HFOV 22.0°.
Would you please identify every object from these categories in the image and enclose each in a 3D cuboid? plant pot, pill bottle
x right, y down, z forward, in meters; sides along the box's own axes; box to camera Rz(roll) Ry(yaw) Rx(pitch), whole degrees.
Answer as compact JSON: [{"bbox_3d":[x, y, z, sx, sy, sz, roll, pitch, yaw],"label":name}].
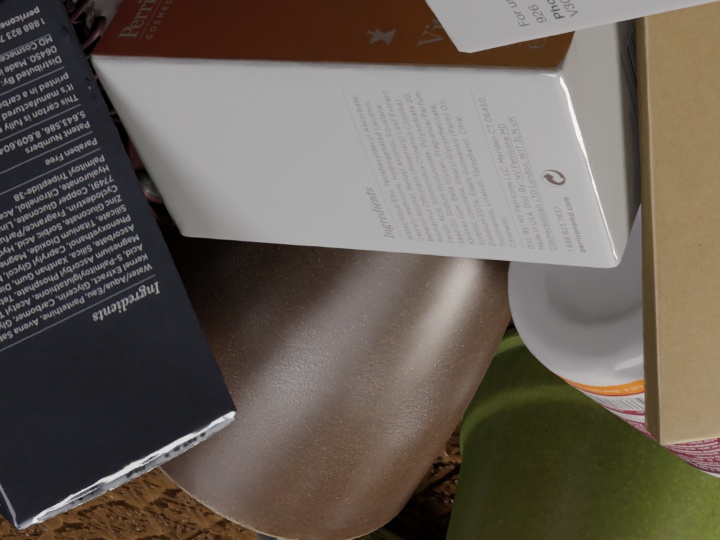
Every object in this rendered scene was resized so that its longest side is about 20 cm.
[{"bbox_3d":[0.121,0.160,1.002,0.200,0.184,0.200,15,143,12],"label":"plant pot"},{"bbox_3d":[0.000,0.000,0.893,0.187,0.187,0.200,31,130,-9],"label":"plant pot"},{"bbox_3d":[0.163,0.032,0.843,0.110,0.110,0.200,-8,152,37],"label":"pill bottle"}]

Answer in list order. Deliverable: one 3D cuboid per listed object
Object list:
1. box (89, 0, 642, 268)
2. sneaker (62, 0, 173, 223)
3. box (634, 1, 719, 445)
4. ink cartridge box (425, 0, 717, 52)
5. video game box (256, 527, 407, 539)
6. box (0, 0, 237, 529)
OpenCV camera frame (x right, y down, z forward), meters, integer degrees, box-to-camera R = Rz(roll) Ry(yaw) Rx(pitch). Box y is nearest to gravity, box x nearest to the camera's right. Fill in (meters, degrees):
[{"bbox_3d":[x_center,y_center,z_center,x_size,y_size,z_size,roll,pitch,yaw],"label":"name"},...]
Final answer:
[{"bbox_3d":[0.020,-0.096,0.754,0.200,0.152,0.106,4,141,25],"label":"box"},{"bbox_3d":[-0.121,-0.092,0.847,0.076,0.116,0.200,-12,144,27],"label":"sneaker"},{"bbox_3d":[0.187,-0.035,0.715,0.163,0.021,0.200,-8,113,-6],"label":"box"},{"bbox_3d":[0.107,-0.145,0.460,0.200,0.145,0.088,-9,133,39],"label":"ink cartridge box"},{"bbox_3d":[0.033,0.198,1.153,0.200,0.047,0.182,27,175,-5],"label":"video game box"},{"bbox_3d":[-0.153,-0.011,0.779,0.148,0.104,0.200,9,123,67],"label":"box"}]
